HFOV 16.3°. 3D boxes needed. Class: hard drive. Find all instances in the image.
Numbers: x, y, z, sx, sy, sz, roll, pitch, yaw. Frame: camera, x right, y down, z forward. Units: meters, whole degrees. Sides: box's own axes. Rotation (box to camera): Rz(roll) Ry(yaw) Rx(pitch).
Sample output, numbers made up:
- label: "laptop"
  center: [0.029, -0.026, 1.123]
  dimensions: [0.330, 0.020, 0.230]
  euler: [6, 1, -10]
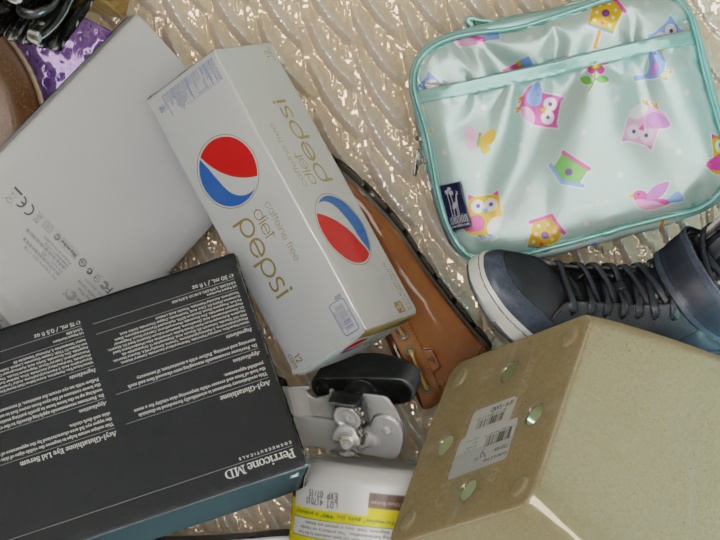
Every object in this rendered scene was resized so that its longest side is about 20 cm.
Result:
- label: "hard drive"
  center: [-0.167, -0.046, 1.598]
  dimensions: [0.132, 0.025, 0.200]
  euler: [48, 70, -17]

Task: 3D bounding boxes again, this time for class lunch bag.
- label: "lunch bag"
  center: [0.129, -0.094, 1.610]
  dimensions: [0.200, 0.077, 0.161]
  euler: [-13, 94, 3]

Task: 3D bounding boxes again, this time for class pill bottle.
- label: "pill bottle"
  center: [0.004, 0.220, 1.578]
  dimensions: [0.109, 0.109, 0.200]
  euler: [5, 89, 2]

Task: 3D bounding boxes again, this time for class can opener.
- label: "can opener"
  center: [-0.058, 0.085, 1.625]
  dimensions: [0.200, 0.067, 0.053]
  euler: [4, 129, 20]

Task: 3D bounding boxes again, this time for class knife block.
- label: "knife block"
  center: [-0.184, -0.228, 1.546]
  dimensions: [0.064, 0.176, 0.200]
  euler: [13, 82, 12]

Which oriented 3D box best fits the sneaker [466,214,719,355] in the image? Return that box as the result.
- label: "sneaker"
  center: [0.173, 0.003, 1.559]
  dimensions: [0.202, 0.077, 0.146]
  euler: [24, 128, -40]

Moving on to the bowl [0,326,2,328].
- label: "bowl"
  center: [-0.221, 0.127, 1.617]
  dimensions: [0.200, 0.094, 0.201]
  euler: [-2, 61, 4]

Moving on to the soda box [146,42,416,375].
- label: "soda box"
  center: [-0.048, -0.040, 1.563]
  dimensions: [0.064, 0.068, 0.200]
  euler: [-33, 82, 31]

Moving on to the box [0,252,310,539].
- label: "box"
  center: [-0.147, 0.093, 1.518]
  dimensions: [0.200, 0.079, 0.141]
  euler: [-18, 74, -8]

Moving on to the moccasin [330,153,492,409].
- label: "moccasin"
  center: [0.000, 0.000, 1.630]
  dimensions: [0.078, 0.074, 0.201]
  euler: [-38, 102, -4]

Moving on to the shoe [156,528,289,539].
- label: "shoe"
  center: [-0.105, 0.220, 1.645]
  dimensions: [0.200, 0.071, 0.091]
  euler: [-4, 89, -2]

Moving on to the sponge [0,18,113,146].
- label: "sponge"
  center: [-0.246, -0.137, 1.647]
  dimensions: [0.200, 0.030, 0.112]
  euler: [26, 95, 0]

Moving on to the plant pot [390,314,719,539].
- label: "plant pot"
  center: [0.139, 0.140, 1.508]
  dimensions: [0.177, 0.200, 0.200]
  euler: [37, 56, -22]

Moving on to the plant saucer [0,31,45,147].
- label: "plant saucer"
  center: [-0.296, -0.086, 1.621]
  dimensions: [0.200, 0.037, 0.201]
  euler: [0, 95, 4]
